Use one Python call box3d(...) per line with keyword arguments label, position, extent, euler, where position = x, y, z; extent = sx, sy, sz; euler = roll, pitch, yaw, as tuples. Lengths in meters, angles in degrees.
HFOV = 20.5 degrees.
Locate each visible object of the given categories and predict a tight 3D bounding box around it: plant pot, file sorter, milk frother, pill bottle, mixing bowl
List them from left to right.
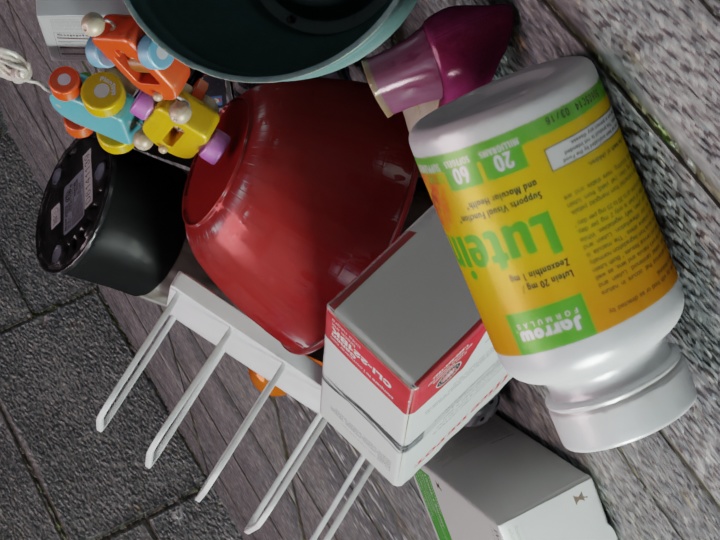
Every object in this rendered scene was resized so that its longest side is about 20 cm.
box3d(label="milk frother", position=(-0.124, -0.065, 1.568), extent=(0.199, 0.187, 0.182), euler=(-20, 58, 50))
box3d(label="file sorter", position=(-0.087, 0.115, 1.477), extent=(0.199, 0.125, 0.139), euler=(34, 168, -1))
box3d(label="mixing bowl", position=(-0.054, -0.056, 1.371), extent=(0.108, 0.201, 0.200), euler=(24, -177, -23))
box3d(label="plant pot", position=(-0.038, -0.207, 1.203), extent=(0.201, 0.199, 0.134), euler=(62, -166, 8))
box3d(label="pill bottle", position=(0.113, -0.007, 1.102), extent=(0.201, 0.110, 0.111), euler=(66, 167, -11))

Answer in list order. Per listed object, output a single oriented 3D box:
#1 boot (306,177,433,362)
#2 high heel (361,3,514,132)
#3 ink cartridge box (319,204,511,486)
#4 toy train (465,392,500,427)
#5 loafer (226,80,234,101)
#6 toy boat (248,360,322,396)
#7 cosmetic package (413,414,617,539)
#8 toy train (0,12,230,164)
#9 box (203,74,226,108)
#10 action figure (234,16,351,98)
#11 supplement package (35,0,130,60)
box3d(label="boot", position=(0.000, 0.000, 1.475), extent=(0.199, 0.070, 0.148), euler=(14, 101, 53))
box3d(label="high heel", position=(0.069, -0.113, 1.254), extent=(0.200, 0.095, 0.068), euler=(25, -137, -76))
box3d(label="ink cartridge box", position=(0.051, 0.043, 1.336), extent=(0.084, 0.144, 0.200), euler=(42, 161, 16))
box3d(label="toy train", position=(0.029, 0.054, 1.567), extent=(0.200, 0.113, 0.086), euler=(45, 117, 41))
box3d(label="loafer", position=(-0.061, -0.093, 1.726), extent=(0.201, 0.071, 0.063), euler=(68, 161, -6))
box3d(label="toy boat", position=(-0.043, 0.068, 1.813), extent=(0.201, 0.130, 0.131), euler=(62, 167, 8))
box3d(label="cosmetic package", position=(0.117, 0.189, 1.517), extent=(0.108, 0.084, 0.200), euler=(69, 168, -16))
box3d(label="toy train", position=(-0.159, -0.135, 1.331), extent=(0.199, 0.056, 0.150), euler=(6, 150, 49))
box3d(label="box", position=(-0.142, -0.247, 1.709), extent=(0.200, 0.037, 0.138), euler=(93, 171, -64))
box3d(label="action figure", position=(-0.062, -0.153, 1.534), extent=(0.194, 0.104, 0.201), euler=(64, -179, -69))
box3d(label="supplement package", position=(-0.144, -0.256, 1.371), extent=(0.111, 0.154, 0.202), euler=(113, 155, -79))
